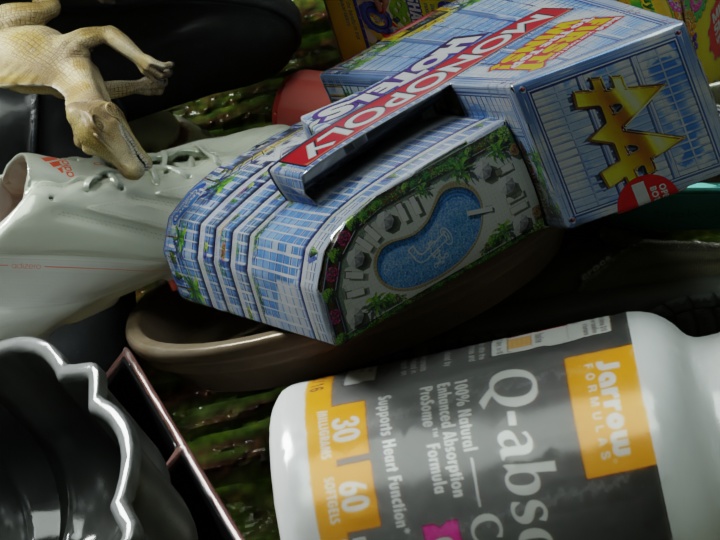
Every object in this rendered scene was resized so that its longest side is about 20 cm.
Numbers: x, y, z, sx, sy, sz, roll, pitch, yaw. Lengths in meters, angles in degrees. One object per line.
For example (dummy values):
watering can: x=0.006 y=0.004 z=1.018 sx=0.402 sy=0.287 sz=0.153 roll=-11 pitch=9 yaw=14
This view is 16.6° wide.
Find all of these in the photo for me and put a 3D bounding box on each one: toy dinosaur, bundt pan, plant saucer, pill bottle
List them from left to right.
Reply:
bundt pan: x=-0.136 y=0.129 z=0.858 sx=0.201 sy=0.076 sz=0.203 roll=-23 pitch=45 yaw=25
toy dinosaur: x=-0.148 y=-0.095 z=1.041 sx=0.199 sy=0.058 sz=0.101 roll=20 pitch=29 yaw=34
plant saucer: x=0.000 y=0.000 z=1.012 sx=0.199 sy=0.030 sz=0.200 roll=-20 pitch=15 yaw=5
pill bottle: x=0.074 y=0.079 z=0.916 sx=0.199 sy=0.117 sz=0.117 roll=-13 pitch=43 yaw=7

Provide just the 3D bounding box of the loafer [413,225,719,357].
loafer: x=0.120 y=0.009 z=1.002 sx=0.199 sy=0.075 sz=0.070 roll=-4 pitch=49 yaw=16

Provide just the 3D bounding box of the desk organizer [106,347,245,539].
desk organizer: x=-0.073 y=0.126 z=0.947 sx=0.072 sy=0.077 sz=0.200 roll=-27 pitch=43 yaw=-10

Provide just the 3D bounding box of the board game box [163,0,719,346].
board game box: x=0.040 y=-0.049 z=0.944 sx=0.200 sy=0.062 sz=0.200 roll=-30 pitch=17 yaw=-21

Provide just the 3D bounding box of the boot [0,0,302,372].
boot: x=-0.107 y=-0.032 z=1.099 sx=0.164 sy=0.066 sz=0.201 roll=-1 pitch=61 yaw=0

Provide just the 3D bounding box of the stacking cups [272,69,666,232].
stacking cups: x=0.050 y=-0.059 z=1.109 sx=0.199 sy=0.061 sz=0.061 roll=9 pitch=49 yaw=28

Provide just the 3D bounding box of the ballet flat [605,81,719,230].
ballet flat: x=0.195 y=-0.045 z=1.007 sx=0.199 sy=0.073 sz=0.073 roll=7 pitch=47 yaw=5

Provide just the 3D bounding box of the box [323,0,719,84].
box: x=0.109 y=-0.174 z=1.159 sx=0.192 sy=0.122 sz=0.200 roll=13 pitch=51 yaw=30

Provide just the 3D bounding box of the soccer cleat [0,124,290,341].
soccer cleat: x=-0.106 y=-0.023 z=1.025 sx=0.199 sy=0.078 sz=0.069 roll=-29 pitch=17 yaw=-21

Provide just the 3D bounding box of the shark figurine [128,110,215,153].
shark figurine: x=-0.168 y=-0.109 z=1.209 sx=0.128 sy=0.090 sz=0.215 roll=-21 pitch=69 yaw=-22
